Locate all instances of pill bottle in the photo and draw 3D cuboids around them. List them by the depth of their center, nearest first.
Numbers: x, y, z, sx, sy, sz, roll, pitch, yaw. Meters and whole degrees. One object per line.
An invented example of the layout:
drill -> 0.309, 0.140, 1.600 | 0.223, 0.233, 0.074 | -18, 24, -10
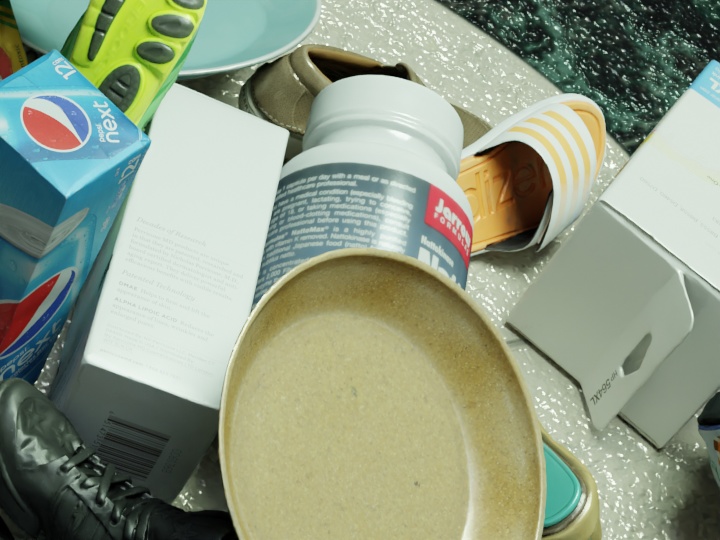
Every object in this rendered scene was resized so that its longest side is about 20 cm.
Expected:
pill bottle -> 0.000, 0.000, 1.124 | 0.119, 0.120, 0.202 | 19, 59, -14

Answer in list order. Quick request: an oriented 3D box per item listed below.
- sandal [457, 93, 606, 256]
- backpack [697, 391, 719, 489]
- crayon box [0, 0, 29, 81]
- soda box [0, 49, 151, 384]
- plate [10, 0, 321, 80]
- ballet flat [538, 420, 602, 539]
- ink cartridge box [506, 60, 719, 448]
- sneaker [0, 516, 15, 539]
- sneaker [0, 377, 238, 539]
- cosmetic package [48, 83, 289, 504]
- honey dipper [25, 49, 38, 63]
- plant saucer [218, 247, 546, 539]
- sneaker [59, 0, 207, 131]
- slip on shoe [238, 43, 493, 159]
sandal -> 0.091, -0.043, 1.254 | 0.206, 0.059, 0.080 | -28, 114, -34
backpack -> 0.287, 0.100, 1.172 | 0.189, 0.199, 0.156 | -5, 73, -48
crayon box -> -0.267, -0.086, 1.084 | 0.199, 0.051, 0.128 | -20, 95, -37
soda box -> -0.173, -0.008, 1.003 | 0.068, 0.200, 0.064 | 42, 46, 9
plate -> -0.122, -0.155, 1.234 | 0.198, 0.026, 0.201 | 3, 34, -2
ballet flat -> 0.067, 0.091, 1.149 | 0.068, 0.063, 0.200 | -36, 50, -1
ink cartridge box -> 0.193, -0.005, 1.249 | 0.125, 0.129, 0.200 | 39, 45, 6
sneaker -> -0.173, 0.150, 0.958 | 0.073, 0.082, 0.201 | -17, 62, -34
sneaker -> -0.097, 0.129, 0.973 | 0.201, 0.104, 0.060 | 64, 30, -5
cosmetic package -> -0.104, 0.014, 1.086 | 0.080, 0.113, 0.201 | 20, 46, -13
honey dipper -> -0.139, -0.076, 1.195 | 0.199, 0.038, 0.038 | 31, 46, -8
plant saucer -> 0.005, 0.091, 0.988 | 0.199, 0.035, 0.202 | 12, 70, -37
sneaker -> -0.141, -0.081, 1.077 | 0.074, 0.200, 0.084 | 40, 9, 1
slip on shoe -> 0.020, -0.095, 1.254 | 0.199, 0.061, 0.077 | 14, 47, -37
